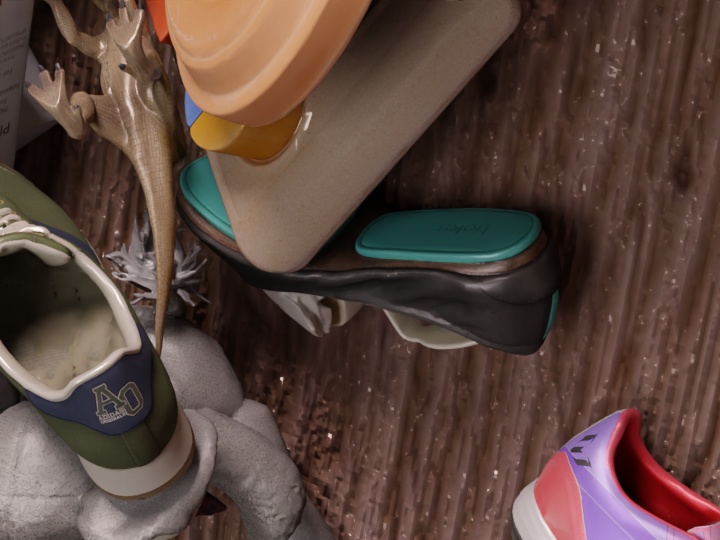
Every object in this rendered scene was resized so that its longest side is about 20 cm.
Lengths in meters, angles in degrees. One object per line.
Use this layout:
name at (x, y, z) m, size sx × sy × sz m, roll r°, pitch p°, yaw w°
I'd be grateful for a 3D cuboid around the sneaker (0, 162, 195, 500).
sneaker at (-0.140, 0.002, 1.048) m, size 0.200 × 0.067 × 0.090 m, roll 50°, pitch 169°, yaw 31°

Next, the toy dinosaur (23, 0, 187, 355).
toy dinosaur at (-0.098, -0.072, 1.079) m, size 0.058 × 0.101 × 0.200 m, roll -20°, pitch 61°, yaw 14°

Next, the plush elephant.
plush elephant at (-0.119, 0.093, 1.124) m, size 0.165 × 0.155 × 0.200 m, roll 17°, pitch 131°, yaw 29°

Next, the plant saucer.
plant saucer at (-0.030, -0.156, 0.953) m, size 0.200 × 0.032 × 0.201 m, roll -41°, pitch 41°, yaw 50°

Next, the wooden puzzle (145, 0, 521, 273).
wooden puzzle at (-0.032, -0.129, 1.047) m, size 0.185 × 0.046 × 0.200 m, roll -47°, pitch 54°, yaw 35°

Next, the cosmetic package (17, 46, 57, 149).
cosmetic package at (-0.257, -0.097, 1.254) m, size 0.200 × 0.052 × 0.151 m, roll -29°, pitch 90°, yaw 38°

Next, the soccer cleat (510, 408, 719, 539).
soccer cleat at (0.151, 0.147, 1.033) m, size 0.200 × 0.068 × 0.073 m, roll 46°, pitch 118°, yaw 16°

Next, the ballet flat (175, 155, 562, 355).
ballet flat at (0.000, 0.000, 1.090) m, size 0.200 × 0.068 × 0.068 m, roll 15°, pitch 131°, yaw 37°

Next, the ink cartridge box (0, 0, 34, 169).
ink cartridge box at (-0.236, -0.081, 1.177) m, size 0.160 × 0.047 × 0.200 m, roll 28°, pitch 124°, yaw 24°
